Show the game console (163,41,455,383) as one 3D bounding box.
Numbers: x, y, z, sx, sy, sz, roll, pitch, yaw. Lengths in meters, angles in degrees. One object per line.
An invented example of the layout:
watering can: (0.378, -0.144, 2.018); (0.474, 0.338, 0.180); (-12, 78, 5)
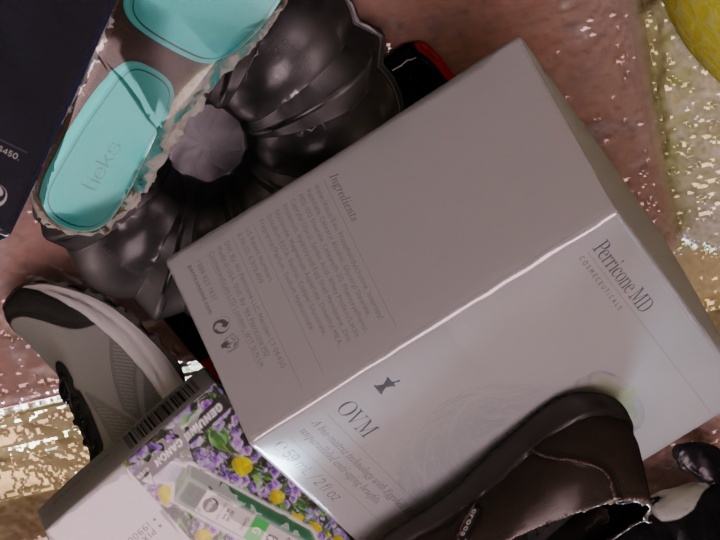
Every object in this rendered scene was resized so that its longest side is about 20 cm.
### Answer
game console: (0.000, 0.000, 1.455); (0.200, 0.031, 0.177); (-34, 108, 10)

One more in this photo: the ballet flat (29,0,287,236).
ballet flat: (-0.093, -0.106, 1.284); (0.072, 0.072, 0.200); (33, 108, -19)

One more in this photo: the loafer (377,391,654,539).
loafer: (0.057, 0.143, 1.305); (0.200, 0.071, 0.073); (-47, 137, 16)

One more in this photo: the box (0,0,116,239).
box: (-0.182, -0.119, 1.244); (0.123, 0.200, 0.199); (24, 81, -14)

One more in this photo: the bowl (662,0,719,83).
bowl: (0.250, -0.148, 1.360); (0.200, 0.108, 0.201); (-2, 116, -5)

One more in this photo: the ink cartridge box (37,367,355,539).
ink cartridge box: (-0.050, 0.158, 1.353); (0.109, 0.050, 0.200); (-41, 103, -4)

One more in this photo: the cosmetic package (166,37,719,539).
cosmetic package: (0.052, 0.028, 1.339); (0.200, 0.123, 0.199); (-34, 143, 8)

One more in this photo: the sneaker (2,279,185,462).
sneaker: (-0.116, 0.083, 1.410); (0.079, 0.074, 0.200); (-40, 74, -16)

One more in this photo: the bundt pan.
bundt pan: (-0.077, -0.061, 1.376); (0.201, 0.076, 0.202); (0, 110, 0)

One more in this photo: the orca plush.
orca plush: (0.171, 0.145, 1.471); (0.200, 0.071, 0.105); (19, 94, -36)
